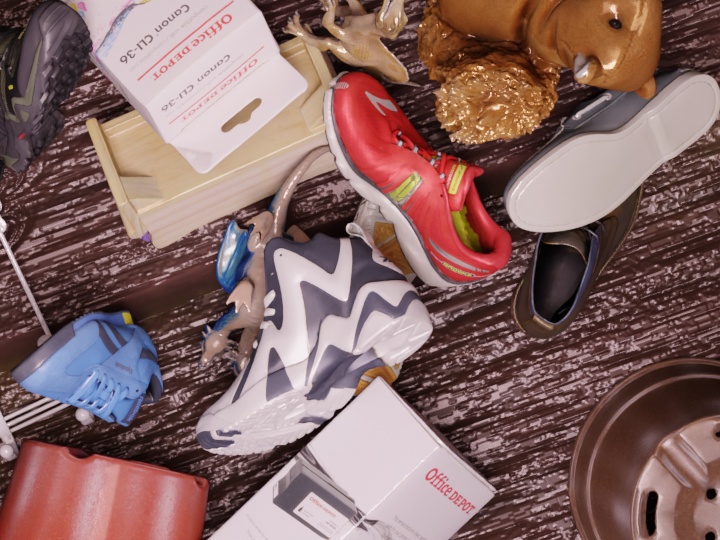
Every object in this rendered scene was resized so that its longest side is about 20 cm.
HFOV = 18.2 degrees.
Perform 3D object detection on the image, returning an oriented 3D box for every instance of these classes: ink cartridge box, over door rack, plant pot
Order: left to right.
[{"bbox_3d":[-0.314,0.058,1.751,0.147,0.067,0.201,-24,92,-1],"label":"over door rack"},{"bbox_3d":[-0.205,0.238,1.705,0.200,0.201,0.196,13,84,-1],"label":"plant pot"},{"bbox_3d":[-0.144,-0.182,1.698,0.116,0.068,0.200,-41,66,-6],"label":"ink cartridge box"},{"bbox_3d":[-0.010,0.193,1.712,0.200,0.145,0.084,-43,62,1],"label":"ink cartridge box"},{"bbox_3d":[0.265,0.174,1.696,0.199,0.198,0.202,0,93,0],"label":"plant pot"}]

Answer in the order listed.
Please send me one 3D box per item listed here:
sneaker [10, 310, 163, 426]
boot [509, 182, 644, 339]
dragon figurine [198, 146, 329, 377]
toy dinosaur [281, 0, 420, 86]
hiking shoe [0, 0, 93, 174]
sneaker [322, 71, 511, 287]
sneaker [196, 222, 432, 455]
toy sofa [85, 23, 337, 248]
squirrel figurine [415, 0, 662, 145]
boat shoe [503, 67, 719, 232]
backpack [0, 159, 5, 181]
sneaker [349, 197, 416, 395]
[{"bbox_3d":[-0.196,0.078,1.686,0.066,0.200,0.079,-35,83,12],"label":"sneaker"},{"bbox_3d":[0.177,-0.037,1.737,0.074,0.097,0.201,22,92,0],"label":"boot"},{"bbox_3d":[-0.078,-0.006,1.748,0.059,0.099,0.201,16,83,-15],"label":"dragon figurine"},{"bbox_3d":[-0.003,-0.171,1.684,0.101,0.200,0.058,37,81,8],"label":"toy dinosaur"},{"bbox_3d":[-0.267,-0.149,1.686,0.100,0.200,0.076,35,57,1],"label":"hiking shoe"},{"bbox_3d":[0.049,-0.075,1.688,0.200,0.085,0.077,52,50,-24],"label":"sneaker"},{"bbox_3d":[-0.054,0.041,1.668,0.199,0.079,0.130,-38,58,20],"label":"sneaker"},{"bbox_3d":[-0.105,-0.103,1.749,0.199,0.098,0.083,-24,67,0],"label":"toy sofa"},{"bbox_3d":[0.138,-0.179,1.688,0.187,0.141,0.200,47,111,30],"label":"squirrel figurine"},{"bbox_3d":[0.183,-0.095,1.712,0.199,0.062,0.073,-33,125,-17],"label":"boat shoe"},{"bbox_3d":[-0.351,-0.030,1.642,0.134,0.200,0.184,4,80,6],"label":"backpack"},{"bbox_3d":[0.000,0.000,1.749,0.075,0.087,0.201,31,67,-32],"label":"sneaker"}]
